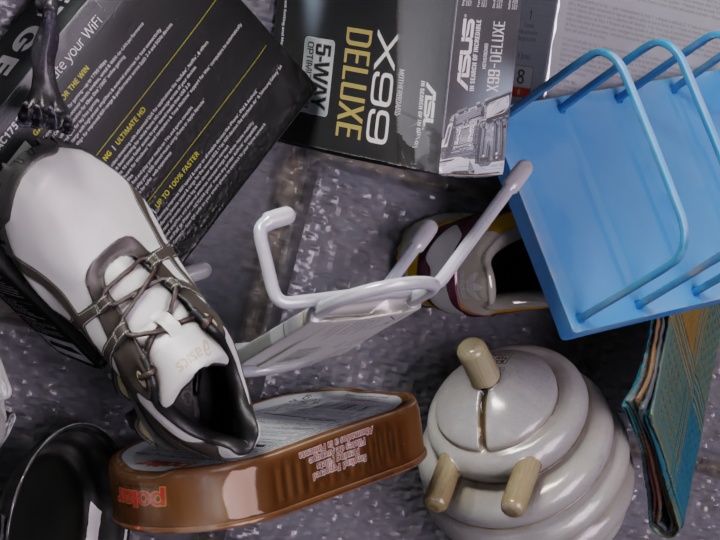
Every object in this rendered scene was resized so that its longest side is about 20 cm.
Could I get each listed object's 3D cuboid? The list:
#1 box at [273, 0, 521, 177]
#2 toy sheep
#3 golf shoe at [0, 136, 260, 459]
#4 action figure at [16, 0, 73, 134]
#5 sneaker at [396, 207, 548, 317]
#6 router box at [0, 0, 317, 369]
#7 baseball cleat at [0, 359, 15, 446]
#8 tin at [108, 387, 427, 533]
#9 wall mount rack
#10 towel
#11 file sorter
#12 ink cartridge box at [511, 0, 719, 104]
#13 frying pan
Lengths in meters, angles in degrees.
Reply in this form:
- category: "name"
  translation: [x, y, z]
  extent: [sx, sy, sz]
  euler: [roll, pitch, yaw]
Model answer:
- category: "box"
  translation: [0.021, -0.158, 1.617]
  extent: [0.050, 0.158, 0.201]
  euler: [0, 100, -38]
- category: "toy sheep"
  translation: [0.095, 0.113, 1.750]
  extent: [0.138, 0.138, 0.200]
  euler: [-44, 139, -23]
- category: "golf shoe"
  translation: [-0.109, 0.016, 1.524]
  extent: [0.078, 0.094, 0.200]
  euler: [-43, 121, -15]
- category: "action figure"
  translation: [-0.167, -0.170, 1.478]
  extent: [0.119, 0.102, 0.201]
  euler: [7, 78, -17]
- category: "sneaker"
  translation: [0.121, -0.014, 1.769]
  extent: [0.200, 0.090, 0.075]
  euler: [-22, 112, -33]
- category: "router box"
  translation: [-0.133, -0.072, 1.578]
  extent: [0.200, 0.051, 0.149]
  euler: [-53, 126, -15]
- category: "baseball cleat"
  translation: [-0.252, 0.047, 1.510]
  extent: [0.200, 0.070, 0.107]
  euler: [45, 65, -46]
- category: "tin"
  translation: [-0.051, 0.101, 1.636]
  extent: [0.200, 0.112, 0.042]
  euler: [-17, 100, -45]
- category: "wall mount rack"
  translation: [0.000, 0.000, 1.628]
  extent: [0.173, 0.200, 0.075]
  euler: [-8, 79, -28]
- category: "towel"
  translation: [0.193, 0.043, 1.806]
  extent: [0.147, 0.022, 0.200]
  euler: [71, 28, -51]
- category: "file sorter"
  translation: [0.196, -0.062, 1.706]
  extent: [0.200, 0.123, 0.139]
  euler: [-12, 75, -37]
- category: "ink cartridge box"
  translation: [0.166, -0.175, 1.806]
  extent: [0.162, 0.050, 0.201]
  euler: [9, 88, -39]
- category: "frying pan"
  translation: [-0.179, 0.149, 1.567]
  extent: [0.190, 0.031, 0.115]
  euler: [-31, 122, -54]
